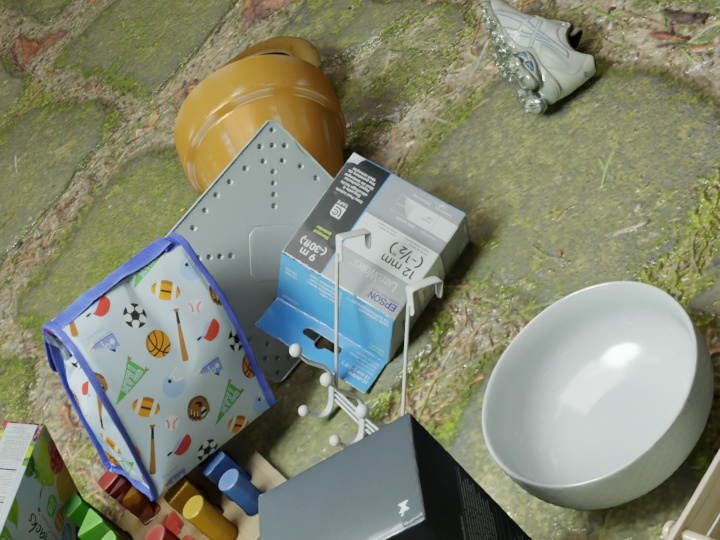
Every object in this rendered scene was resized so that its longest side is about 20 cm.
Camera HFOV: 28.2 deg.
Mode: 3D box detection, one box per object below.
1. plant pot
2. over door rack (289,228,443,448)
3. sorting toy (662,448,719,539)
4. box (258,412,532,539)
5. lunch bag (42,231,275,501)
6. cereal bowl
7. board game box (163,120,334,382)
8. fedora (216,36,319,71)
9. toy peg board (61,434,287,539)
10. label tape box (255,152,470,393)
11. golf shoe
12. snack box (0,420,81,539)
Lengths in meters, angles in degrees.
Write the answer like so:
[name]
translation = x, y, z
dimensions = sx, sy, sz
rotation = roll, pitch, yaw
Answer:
[plant pot]
translation = -0.096, -0.109, 1.632
dimensions = 0.199, 0.200, 0.185
rotation = -33, 52, 14
[over door rack]
translation = -0.004, 0.077, 1.347
dimensions = 0.147, 0.066, 0.203
rotation = 36, 120, 52
[sorting toy]
translation = 0.285, 0.224, 0.965
dimensions = 0.179, 0.107, 0.201
rotation = 20, 68, 45
[box]
translation = 0.036, 0.233, 1.108
dimensions = 0.147, 0.200, 0.108
rotation = -30, 37, 18
[lunch bag]
translation = -0.204, 0.086, 1.399
dimensions = 0.170, 0.202, 0.123
rotation = -39, 34, -27
[cereal bowl]
translation = 0.202, 0.112, 1.171
dimensions = 0.199, 0.083, 0.201
rotation = -27, 37, 22
[board game box]
translation = -0.093, -0.020, 1.513
dimensions = 0.200, 0.200, 0.026
rotation = -49, 21, -9
[fedora]
translation = -0.125, -0.212, 1.847
dimensions = 0.199, 0.082, 0.202
rotation = -22, 40, 20
[toy peg board]
translation = -0.190, 0.237, 1.425
dimensions = 0.200, 0.098, 0.200
rotation = -49, 35, -7
[label tape box]
translation = 0.000, 0.000, 1.453
dimensions = 0.142, 0.066, 0.201
rotation = 30, 71, 19
[golf shoe]
translation = 0.197, -0.248, 1.585
dimensions = 0.096, 0.079, 0.201
rotation = -22, 42, 0
[snack box]
translation = -0.333, 0.268, 1.447
dimensions = 0.052, 0.201, 0.143
rotation = 4, 50, 14
